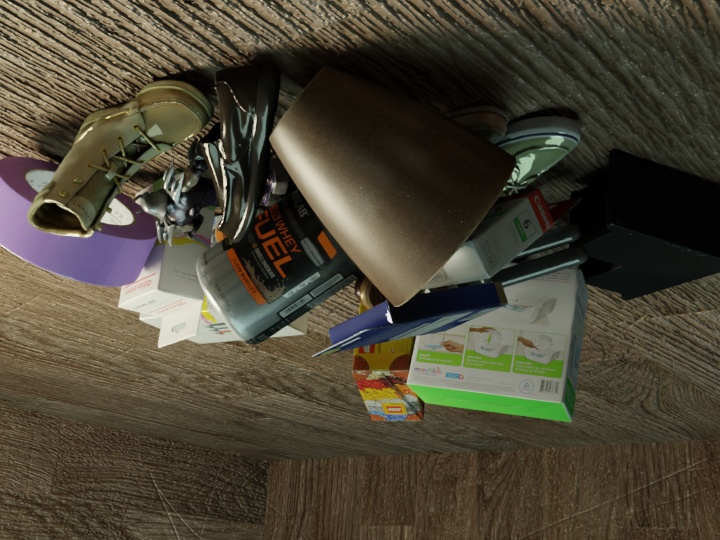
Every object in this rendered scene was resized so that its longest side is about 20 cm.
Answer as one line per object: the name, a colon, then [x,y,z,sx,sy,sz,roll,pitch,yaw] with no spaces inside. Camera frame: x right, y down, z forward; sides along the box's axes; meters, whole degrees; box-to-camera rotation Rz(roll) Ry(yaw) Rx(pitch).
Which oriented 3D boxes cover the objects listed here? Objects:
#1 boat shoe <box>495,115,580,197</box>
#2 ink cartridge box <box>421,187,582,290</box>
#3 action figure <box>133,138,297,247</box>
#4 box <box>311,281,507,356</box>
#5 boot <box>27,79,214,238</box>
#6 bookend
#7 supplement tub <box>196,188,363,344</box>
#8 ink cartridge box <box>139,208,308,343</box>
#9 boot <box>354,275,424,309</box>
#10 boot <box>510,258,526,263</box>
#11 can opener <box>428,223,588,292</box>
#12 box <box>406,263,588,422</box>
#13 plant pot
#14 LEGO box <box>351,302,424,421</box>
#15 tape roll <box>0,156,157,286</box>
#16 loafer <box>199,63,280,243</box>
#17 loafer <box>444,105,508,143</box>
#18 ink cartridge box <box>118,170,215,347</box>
boat shoe: [0.163,-0.112,1.030,0.072,0.062,0.200,16,158,-32]
ink cartridge box: [0.155,-0.051,1.061,0.200,0.051,0.109,-37,-165,-37]
action figure: [-0.161,-0.091,1.047,0.199,0.070,0.130,-14,155,-30]
box: [0.051,0.054,1.027,0.199,0.033,0.121,-9,167,-36]
boot: [-0.249,-0.111,0.957,0.199,0.155,0.072,-10,133,37]
bookend: [0.322,-0.046,1.146,0.198,0.093,0.200,14,160,-23]
supplement tub: [-0.073,-0.017,1.045,0.199,0.123,0.123,-34,154,5]
ink cartridge box: [-0.187,0.013,1.329,0.199,0.146,0.145,-8,158,27]
boot: [0.000,0.000,1.162,0.165,0.073,0.200,9,-163,30]
boot: [0.152,-0.003,1.371,0.199,0.070,0.132,-9,152,14]
can opener: [0.173,-0.006,1.110,0.199,0.054,0.067,-18,177,24]
box: [0.178,0.085,1.190,0.199,0.178,0.097,3,158,22]
plant pot: [0.017,-0.101,0.908,0.200,0.187,0.187,39,154,-5]
LEGO box: [0.048,0.086,1.290,0.077,0.201,0.149,-1,146,12]
tape roll: [-0.343,-0.059,1.101,0.199,0.066,0.200,26,-166,-7]
loafer: [-0.129,-0.122,0.952,0.071,0.073,0.201,12,121,-2]
loafer: [0.081,-0.120,1.022,0.072,0.063,0.199,19,156,-39]
ink cartridge box: [-0.248,-0.012,1.183,0.067,0.201,0.117,17,157,-35]
